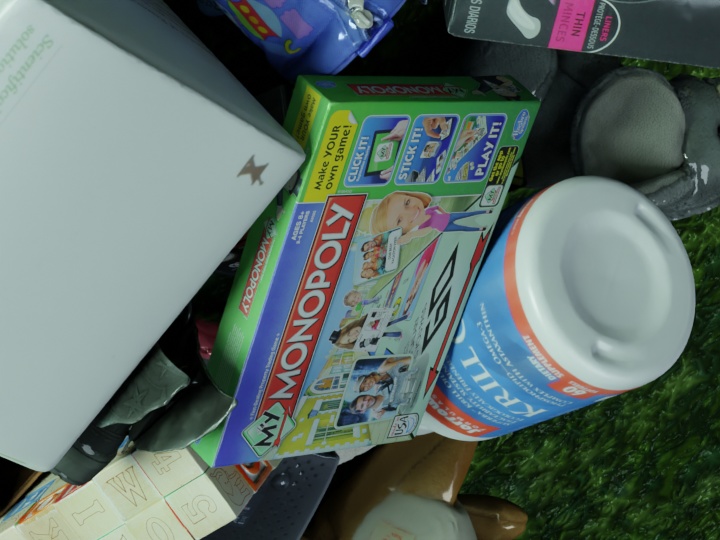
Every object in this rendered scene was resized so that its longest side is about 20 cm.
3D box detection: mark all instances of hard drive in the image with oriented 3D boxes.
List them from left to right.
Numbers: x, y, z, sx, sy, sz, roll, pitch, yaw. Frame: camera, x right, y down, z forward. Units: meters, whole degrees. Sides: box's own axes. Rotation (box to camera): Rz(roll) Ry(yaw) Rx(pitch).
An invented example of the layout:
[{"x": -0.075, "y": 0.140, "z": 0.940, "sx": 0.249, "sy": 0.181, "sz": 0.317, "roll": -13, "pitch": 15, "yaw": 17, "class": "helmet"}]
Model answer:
[{"x": -0.110, "y": 0.158, "z": 1.330, "sx": 0.134, "sy": 0.042, "sz": 0.201, "roll": 13, "pitch": 127, "yaw": -27, "class": "hard drive"}]

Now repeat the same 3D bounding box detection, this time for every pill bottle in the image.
[{"x": 0.077, "y": 0.029, "z": 1.191, "sx": 0.112, "sy": 0.113, "sz": 0.200, "roll": -12, "pitch": 171, "yaw": -34, "class": "pill bottle"}]

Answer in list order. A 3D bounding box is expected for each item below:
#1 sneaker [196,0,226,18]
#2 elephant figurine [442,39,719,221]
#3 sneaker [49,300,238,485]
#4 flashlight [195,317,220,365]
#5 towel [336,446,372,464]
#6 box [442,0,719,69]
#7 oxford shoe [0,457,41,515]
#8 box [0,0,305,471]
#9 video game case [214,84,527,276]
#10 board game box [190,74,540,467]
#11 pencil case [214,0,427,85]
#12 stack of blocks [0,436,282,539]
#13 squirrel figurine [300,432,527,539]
[{"x": 0.003, "y": -0.163, "z": 1.135, "sx": 0.199, "sy": 0.066, "sz": 0.079, "roll": -8, "pitch": 127, "yaw": -32, "class": "sneaker"}, {"x": 0.147, "y": -0.072, "z": 1.225, "sx": 0.156, "sy": 0.200, "sz": 0.141, "roll": -57, "pitch": 168, "yaw": 25, "class": "elephant figurine"}, {"x": -0.120, "y": 0.031, "z": 1.101, "sx": 0.060, "sy": 0.200, "sz": 0.104, "roll": 34, "pitch": 112, "yaw": -31, "class": "sneaker"}, {"x": -0.066, "y": 0.041, "z": 1.252, "sx": 0.199, "sy": 0.068, "sz": 0.068, "roll": 17, "pitch": 131, "yaw": -32, "class": "flashlight"}, {"x": -0.031, "y": 0.073, "z": 1.365, "sx": 0.199, "sy": 0.034, "sz": 0.133, "roll": -25, "pitch": 140, "yaw": -22, "class": "towel"}, {"x": 0.141, "y": -0.174, "z": 1.051, "sx": 0.198, "sy": 0.106, "sz": 0.123, "roll": 5, "pitch": 122, "yaw": -9, "class": "box"}, {"x": -0.235, "y": 0.121, "z": 1.199, "sx": 0.200, "sy": 0.071, "sz": 0.071, "roll": -40, "pitch": 145, "yaw": -1, "class": "oxford shoe"}, {"x": -0.178, "y": -0.054, "z": 0.993, "sx": 0.199, "sy": 0.171, "sz": 0.200, "roll": -50, "pitch": 142, "yaw": 9, "class": "box"}, {"x": -0.045, "y": -0.040, "z": 1.155, "sx": 0.199, "sy": 0.026, "sz": 0.180, "roll": -20, "pitch": 161, "yaw": 40, "class": "video game case"}, {"x": 0.000, "y": 0.000, "z": 1.083, "sx": 0.134, "sy": 0.029, "sz": 0.201, "roll": -5, "pitch": 125, "yaw": -40, "class": "board game box"}, {"x": -0.058, "y": -0.167, "z": 1.004, "sx": 0.078, "sy": 0.087, "sz": 0.200, "roll": -50, "pitch": 117, "yaw": -6, "class": "pencil case"}, {"x": -0.135, "y": 0.127, "z": 1.197, "sx": 0.199, "sy": 0.059, "sz": 0.115, "roll": -32, "pitch": -170, "yaw": 27, "class": "stack of blocks"}, {"x": 0.022, "y": 0.209, "z": 1.488, "sx": 0.199, "sy": 0.142, "sz": 0.187, "roll": -19, "pitch": 159, "yaw": 7, "class": "squirrel figurine"}]
